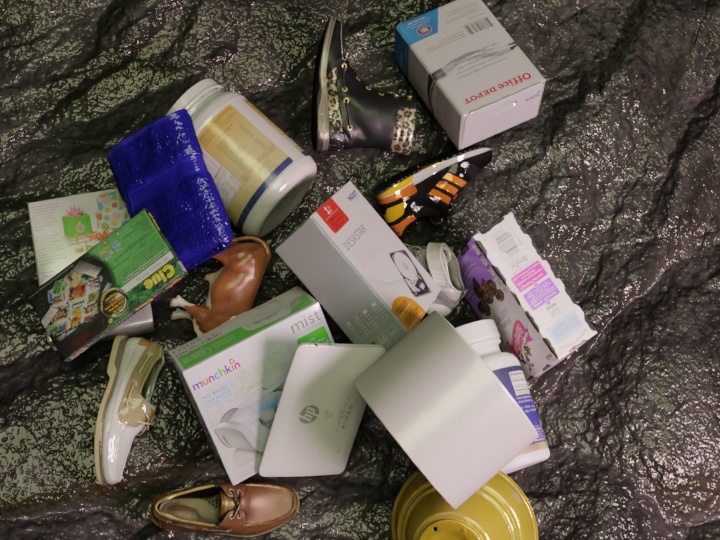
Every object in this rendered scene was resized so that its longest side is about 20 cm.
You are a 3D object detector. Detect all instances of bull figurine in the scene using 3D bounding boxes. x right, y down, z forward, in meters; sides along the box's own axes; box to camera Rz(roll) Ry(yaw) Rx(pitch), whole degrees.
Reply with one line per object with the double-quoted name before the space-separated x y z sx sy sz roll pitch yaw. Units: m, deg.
"bull figurine" -0.194 0.043 1.501 0.120 0.065 0.202 20 85 3

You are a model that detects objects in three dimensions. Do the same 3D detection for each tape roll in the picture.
"tape roll" 0.104 0.169 1.338 0.139 0.203 0.203 -39 81 -1

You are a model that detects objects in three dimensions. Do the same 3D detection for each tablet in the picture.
"tablet" -0.050 0.181 1.397 0.129 0.014 0.202 4 116 -30

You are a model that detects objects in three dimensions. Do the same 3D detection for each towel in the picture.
"towel" -0.260 -0.098 1.460 0.147 0.049 0.202 -28 78 27

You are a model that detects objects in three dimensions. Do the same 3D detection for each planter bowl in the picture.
"planter bowl" 0.125 0.351 1.402 0.197 0.083 0.204 3 99 16

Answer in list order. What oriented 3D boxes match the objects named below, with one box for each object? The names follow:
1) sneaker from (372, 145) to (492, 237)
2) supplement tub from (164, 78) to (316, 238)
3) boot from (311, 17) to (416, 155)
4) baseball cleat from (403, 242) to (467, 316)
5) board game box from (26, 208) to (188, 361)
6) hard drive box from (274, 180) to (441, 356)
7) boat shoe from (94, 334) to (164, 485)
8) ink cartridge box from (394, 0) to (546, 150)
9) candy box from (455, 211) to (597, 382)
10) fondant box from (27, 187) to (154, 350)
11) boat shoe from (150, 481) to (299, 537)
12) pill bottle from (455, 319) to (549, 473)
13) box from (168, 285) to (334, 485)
"sneaker" 0.115 -0.117 1.610 0.198 0.070 0.091 -25 104 -20
"supplement tub" -0.175 -0.158 1.534 0.200 0.145 0.145 42 73 6
"boot" 0.006 -0.270 1.631 0.151 0.074 0.207 5 77 -9
"baseball cleat" 0.067 -0.023 1.547 0.199 0.107 0.070 38 36 -2
"board game box" -0.333 0.020 1.431 0.199 0.023 0.105 -35 77 5
"hard drive box" 0.000 0.000 1.454 0.200 0.077 0.156 49 29 -5
"boat shoe" -0.307 0.185 1.450 0.067 0.075 0.203 5 72 0
"ink cartridge box" 0.159 -0.298 1.625 0.144 0.084 0.201 -24 61 -14
"candy box" 0.219 0.042 1.513 0.071 0.168 0.201 -32 79 -16
"fondant box" -0.372 -0.004 1.507 0.142 0.058 0.203 -10 76 -10
"boat shoe" -0.176 0.314 1.432 0.197 0.068 0.073 -5 72 -10
"pill bottle" 0.173 0.177 1.492 0.118 0.120 0.202 -15 75 -12
"box" -0.125 0.147 1.438 0.198 0.097 0.178 -26 111 -14
